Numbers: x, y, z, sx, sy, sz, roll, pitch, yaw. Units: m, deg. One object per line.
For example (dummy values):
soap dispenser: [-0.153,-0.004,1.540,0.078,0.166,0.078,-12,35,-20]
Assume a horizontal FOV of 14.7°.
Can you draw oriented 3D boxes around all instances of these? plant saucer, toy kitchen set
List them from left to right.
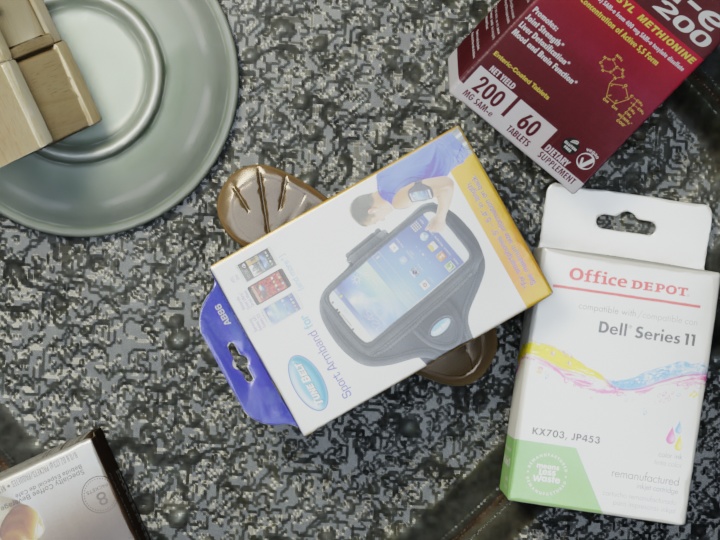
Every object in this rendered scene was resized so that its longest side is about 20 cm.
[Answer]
toy kitchen set: [-0.198,-0.176,1.612,0.180,0.163,0.201,-23,95,29]
plant saucer: [-0.176,-0.121,1.755,0.199,0.050,0.201,0,91,0]

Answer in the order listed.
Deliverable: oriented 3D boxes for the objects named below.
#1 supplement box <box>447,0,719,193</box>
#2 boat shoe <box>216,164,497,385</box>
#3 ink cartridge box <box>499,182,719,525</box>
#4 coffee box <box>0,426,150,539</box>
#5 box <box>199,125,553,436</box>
supplement box: [0.158,-0.157,1.713,0.109,0.061,0.200,38,109,-15]
boat shoe: [0.000,0.000,1.752,0.200,0.065,0.071,37,87,0]
ink cartridge box: [0.159,0.050,1.753,0.117,0.067,0.201,8,91,0]
coffee box: [-0.232,0.192,1.743,0.199,0.080,0.115,-24,91,0]
box: [0.003,0.012,1.699,0.199,0.041,0.119,-30,89,-4]
